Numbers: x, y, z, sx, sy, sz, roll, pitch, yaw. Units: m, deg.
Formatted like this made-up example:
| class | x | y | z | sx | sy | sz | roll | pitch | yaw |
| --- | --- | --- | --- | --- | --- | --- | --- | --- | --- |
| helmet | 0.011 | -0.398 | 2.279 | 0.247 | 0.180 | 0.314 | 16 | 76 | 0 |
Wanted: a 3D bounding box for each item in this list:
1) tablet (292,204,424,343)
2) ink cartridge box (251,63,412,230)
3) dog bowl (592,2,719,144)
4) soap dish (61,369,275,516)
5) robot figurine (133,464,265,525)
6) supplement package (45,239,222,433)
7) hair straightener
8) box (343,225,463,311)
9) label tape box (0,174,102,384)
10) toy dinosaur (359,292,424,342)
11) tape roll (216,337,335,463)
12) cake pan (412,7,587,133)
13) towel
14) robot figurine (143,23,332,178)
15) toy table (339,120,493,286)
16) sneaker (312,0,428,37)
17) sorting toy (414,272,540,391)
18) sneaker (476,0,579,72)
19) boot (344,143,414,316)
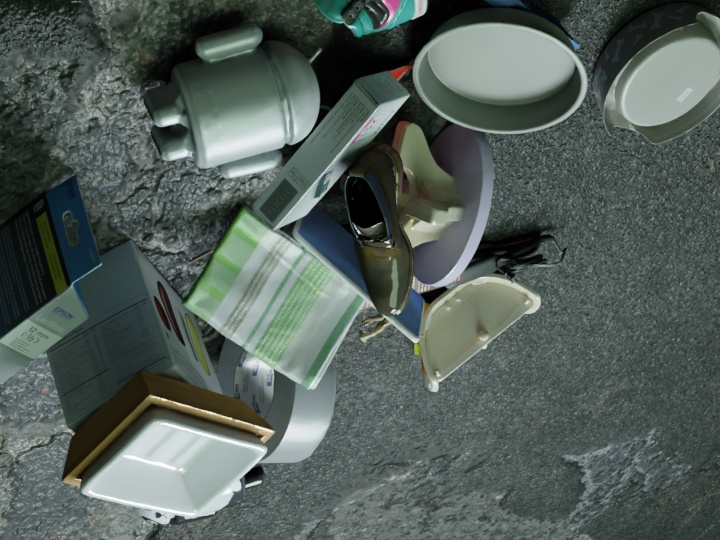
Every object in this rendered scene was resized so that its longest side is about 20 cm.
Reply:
| class | x | y | z | sx | sy | sz | roll | pitch | yaw |
| --- | --- | --- | --- | --- | --- | --- | --- | --- | --- |
| tablet | 0.000 | 0.000 | 1.661 | 0.200 | 0.130 | 0.014 | 41 | 110 | -10 |
| ink cartridge box | -0.018 | -0.142 | 1.552 | 0.200 | 0.044 | 0.173 | -48 | 172 | 27 |
| dog bowl | 0.383 | -0.250 | 1.723 | 0.198 | 0.059 | 0.201 | -16 | 143 | -13 |
| soap dish | -0.218 | 0.196 | 1.548 | 0.157 | 0.082 | 0.199 | -43 | 140 | 21 |
| robot figurine | -0.236 | 0.289 | 1.947 | 0.198 | 0.152 | 0.125 | -12 | -179 | -18 |
| supplement package | -0.273 | 0.115 | 1.654 | 0.146 | 0.201 | 0.192 | -28 | 144 | 3 |
| hair straightener | 0.205 | -0.005 | 1.896 | 0.198 | 0.077 | 0.041 | -10 | 140 | -20 |
| box | 0.036 | -0.015 | 1.790 | 0.198 | 0.075 | 0.101 | -17 | 143 | -15 |
| label tape box | -0.361 | 0.009 | 1.520 | 0.199 | 0.144 | 0.066 | -34 | 143 | 12 |
| toy dinosaur | 0.039 | 0.050 | 1.831 | 0.100 | 0.200 | 0.059 | -24 | 102 | 9 |
| tape roll | -0.113 | 0.151 | 1.792 | 0.066 | 0.201 | 0.201 | 5 | 134 | -36 |
| cake pan | 0.159 | -0.228 | 1.549 | 0.198 | 0.037 | 0.201 | 7 | 151 | 4 |
| towel | -0.100 | 0.034 | 1.671 | 0.199 | 0.031 | 0.150 | 34 | 78 | -18 |
| robot figurine | -0.128 | -0.178 | 1.458 | 0.198 | 0.113 | 0.171 | -17 | 128 | -12 |
| toy table | 0.072 | -0.084 | 1.655 | 0.116 | 0.183 | 0.203 | 6 | 91 | -40 |
| sneaker | -0.002 | -0.315 | 1.400 | 0.120 | 0.084 | 0.201 | -30 | 146 | -11 |
| sorting toy | 0.144 | 0.093 | 1.967 | 0.199 | 0.107 | 0.180 | -37 | 163 | -15 |
| sneaker | 0.174 | -0.273 | 1.561 | 0.078 | 0.070 | 0.199 | -45 | 140 | 17 |
| boot | 0.012 | -0.035 | 1.541 | 0.074 | 0.097 | 0.203 | -1 | 105 | 20 |
